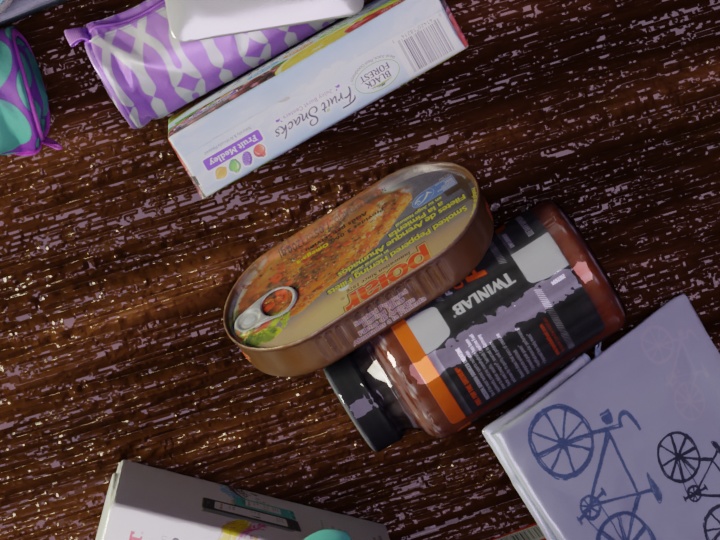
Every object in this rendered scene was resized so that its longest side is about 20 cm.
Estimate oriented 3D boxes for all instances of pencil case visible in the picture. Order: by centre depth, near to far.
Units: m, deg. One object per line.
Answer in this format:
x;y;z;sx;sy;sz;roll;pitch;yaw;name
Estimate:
-0.311;-0.097;1.485;0.200;0.085;0.093;-17;98;-2;pencil case
-0.092;-0.175;1.488;0.200;0.084;0.086;-32;132;-1;pencil case

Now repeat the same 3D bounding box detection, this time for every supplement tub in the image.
0.076;0.044;1.515;0.200;0.107;0.107;-32;98;0;supplement tub

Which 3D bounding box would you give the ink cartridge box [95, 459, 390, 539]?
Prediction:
-0.091;0.235;1.508;0.200;0.146;0.147;14;96;-5;ink cartridge box

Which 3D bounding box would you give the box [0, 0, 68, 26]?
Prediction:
-0.200;-0.268;1.488;0.200;0.051;0.158;-22;97;-1;box

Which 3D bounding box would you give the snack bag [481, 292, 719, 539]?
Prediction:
0.205;0.135;1.546;0.200;0.021;0.189;-36;97;-24;snack bag

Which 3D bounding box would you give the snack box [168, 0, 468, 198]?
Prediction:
-0.032;-0.125;1.470;0.200;0.142;0.053;-29;99;0;snack box

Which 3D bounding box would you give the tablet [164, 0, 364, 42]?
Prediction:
-0.077;-0.256;1.447;0.130;0.014;0.200;-10;83;-5;tablet

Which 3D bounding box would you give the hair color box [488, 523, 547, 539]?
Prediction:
0.150;0.283;1.572;0.101;0.061;0.200;-20;98;-2;hair color box

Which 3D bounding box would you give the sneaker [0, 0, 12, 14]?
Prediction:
-0.290;-0.182;1.430;0.200;0.081;0.077;-7;103;40;sneaker

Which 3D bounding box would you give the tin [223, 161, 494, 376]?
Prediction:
0.000;0.000;1.503;0.200;0.112;0.042;-32;122;1;tin

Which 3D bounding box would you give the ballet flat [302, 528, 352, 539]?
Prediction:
-0.061;0.257;1.403;0.067;0.070;0.200;37;92;-7;ballet flat
